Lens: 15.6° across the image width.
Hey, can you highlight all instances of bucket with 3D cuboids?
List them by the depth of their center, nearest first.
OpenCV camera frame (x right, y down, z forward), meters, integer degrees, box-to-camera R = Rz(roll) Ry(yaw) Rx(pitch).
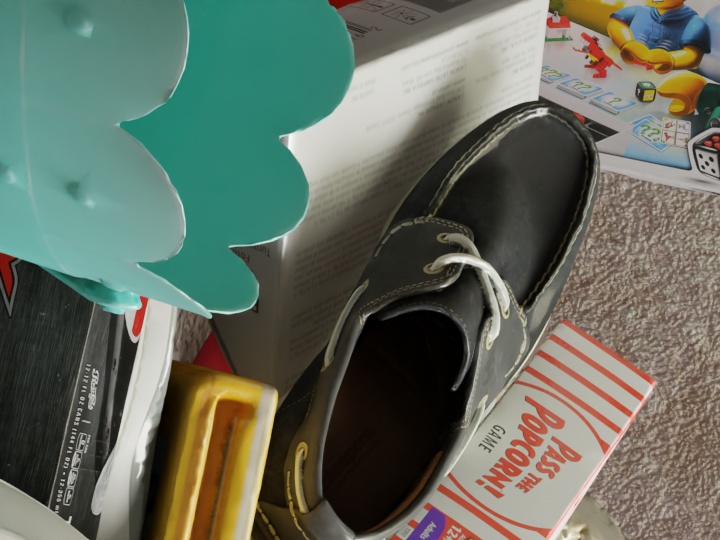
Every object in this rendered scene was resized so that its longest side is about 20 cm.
[{"bbox_3d":[-0.073,-0.100,0.594,0.207,0.134,0.208,12,90,-80],"label":"bucket"}]

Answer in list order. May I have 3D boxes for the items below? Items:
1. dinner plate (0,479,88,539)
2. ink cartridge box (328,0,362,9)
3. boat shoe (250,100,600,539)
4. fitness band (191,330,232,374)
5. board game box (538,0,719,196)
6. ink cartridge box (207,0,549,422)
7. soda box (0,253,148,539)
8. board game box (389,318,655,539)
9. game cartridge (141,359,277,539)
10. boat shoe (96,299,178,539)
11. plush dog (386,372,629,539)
[{"bbox_3d":[-0.089,0.120,0.633,0.024,0.200,0.200,-42,-169,30],"label":"dinner plate"},{"bbox_3d":[0.034,-0.165,0.988,0.162,0.057,0.200,-19,105,-54],"label":"ink cartridge box"},{"bbox_3d":[0.030,0.019,0.897,0.200,0.072,0.068,-54,-171,-25],"label":"boat shoe"},{"bbox_3d":[-0.043,0.039,1.060,0.144,0.037,0.200,-57,177,-27],"label":"fitness band"},{"bbox_3d":[0.090,-0.108,1.097,0.035,0.200,0.127,9,93,-83],"label":"board game box"},{"bbox_3d":[0.000,0.000,0.971,0.160,0.047,0.200,-27,131,-49],"label":"ink cartridge box"},{"bbox_3d":[-0.095,-0.015,0.760,0.063,0.071,0.200,39,63,-80],"label":"soda box"},{"bbox_3d":[0.025,0.132,0.992,0.152,0.046,0.200,-47,168,-48],"label":"board game box"},{"bbox_3d":[-0.082,0.117,0.906,0.200,0.032,0.177,-177,-81,-73],"label":"game cartridge"},{"bbox_3d":[-0.097,0.029,0.830,0.074,0.065,0.202,-130,-132,-72],"label":"boat shoe"},{"bbox_3d":[0.001,0.122,1.169,0.172,0.200,0.160,-46,145,21],"label":"plush dog"}]
